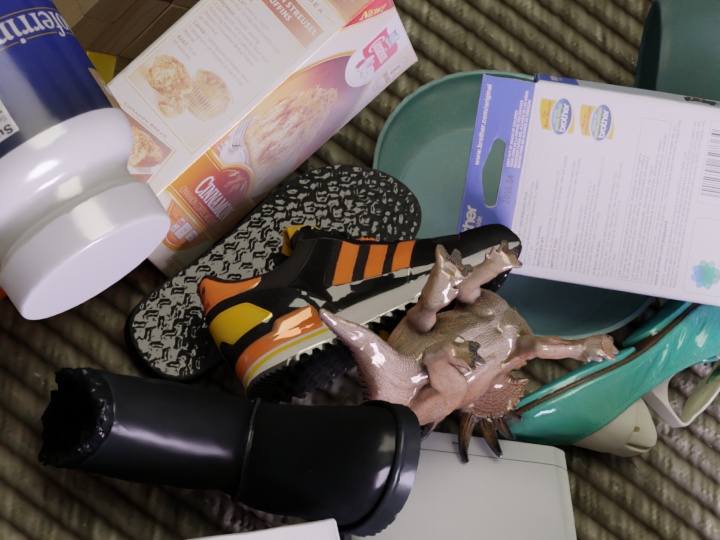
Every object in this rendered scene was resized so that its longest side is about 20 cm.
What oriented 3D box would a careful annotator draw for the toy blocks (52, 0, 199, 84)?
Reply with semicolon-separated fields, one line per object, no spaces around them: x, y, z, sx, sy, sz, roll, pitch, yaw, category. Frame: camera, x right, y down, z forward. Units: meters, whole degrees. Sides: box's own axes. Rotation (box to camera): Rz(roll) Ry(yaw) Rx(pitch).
-0.107;-0.168;1.767;0.199;0.137;0.100;9;48;-51;toy blocks

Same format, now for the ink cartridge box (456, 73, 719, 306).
0.160;-0.048;1.796;0.199;0.120;0.042;8;12;-3;ink cartridge box

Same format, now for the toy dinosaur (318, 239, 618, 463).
0.047;0.056;1.685;0.199;0.136;0.086;-7;62;-42;toy dinosaur

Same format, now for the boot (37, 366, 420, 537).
-0.076;0.092;1.624;0.162;0.198;0.074;15;80;-23;boot

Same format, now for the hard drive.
0.057;0.161;1.674;0.131;0.027;0.200;7;34;-7;hard drive

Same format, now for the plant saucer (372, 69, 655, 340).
0.097;-0.034;1.868;0.199;0.036;0.201;11;54;-15;plant saucer

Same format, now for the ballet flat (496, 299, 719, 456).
0.169;0.070;1.811;0.200;0.067;0.071;-31;91;-32;ballet flat

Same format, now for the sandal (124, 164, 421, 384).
-0.055;0.000;1.779;0.200;0.048;0.076;-30;84;-20;sandal

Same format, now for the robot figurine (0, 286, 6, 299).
-0.248;-0.078;1.713;0.143;0.117;0.201;-18;65;-30;robot figurine

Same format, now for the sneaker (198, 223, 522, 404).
0.000;0.000;1.732;0.199;0.070;0.090;-25;69;-27;sneaker

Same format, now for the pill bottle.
-0.192;-0.082;1.596;0.115;0.116;0.201;-27;78;-33;pill bottle

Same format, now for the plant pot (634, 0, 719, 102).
0.245;-0.117;1.892;0.134;0.201;0.201;7;54;-3;plant pot

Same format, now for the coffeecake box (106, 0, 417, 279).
-0.070;-0.098;1.719;0.200;0.154;0.073;-42;77;-1;coffeecake box

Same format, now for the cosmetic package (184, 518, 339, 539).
-0.113;0.190;1.579;0.199;0.113;0.082;-8;78;-26;cosmetic package
